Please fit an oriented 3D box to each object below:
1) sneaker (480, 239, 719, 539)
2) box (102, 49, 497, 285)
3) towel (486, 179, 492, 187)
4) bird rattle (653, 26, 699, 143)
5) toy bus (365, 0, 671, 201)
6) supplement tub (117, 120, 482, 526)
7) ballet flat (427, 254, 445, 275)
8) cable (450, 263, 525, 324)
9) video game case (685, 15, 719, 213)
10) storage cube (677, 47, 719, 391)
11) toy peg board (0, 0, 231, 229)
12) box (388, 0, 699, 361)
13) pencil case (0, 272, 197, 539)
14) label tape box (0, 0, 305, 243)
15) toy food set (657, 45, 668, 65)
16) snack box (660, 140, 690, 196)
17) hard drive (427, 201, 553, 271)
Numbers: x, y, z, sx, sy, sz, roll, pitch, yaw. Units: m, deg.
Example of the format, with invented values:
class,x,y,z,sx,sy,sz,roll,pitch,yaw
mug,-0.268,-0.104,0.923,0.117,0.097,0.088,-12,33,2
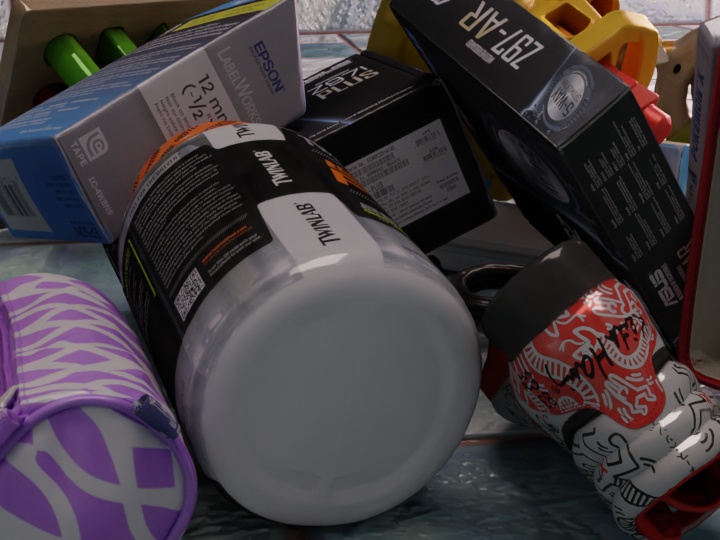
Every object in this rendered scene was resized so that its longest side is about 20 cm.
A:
class,x,y,z,sx,sy,sz,roll,pitch,yaw
sneaker,0.105,0.065,0.570,0.067,0.108,0.201,-36,-18,-2
box,-0.046,-0.040,0.786,0.199,0.087,0.164,-27,19,-6
towel,0.192,-0.049,1.002,0.146,0.022,0.200,3,7,-28
bird rattle,0.309,-0.120,1.095,0.199,0.164,0.113,-3,30,32
toy bus,0.127,-0.136,0.897,0.192,0.136,0.200,35,49,24
supplement tub,-0.037,0.011,0.601,0.122,0.123,0.200,-6,27,-19
ballet flat,0.000,0.000,0.825,0.066,0.057,0.200,-8,16,-29
cable,0.155,0.022,0.807,0.198,0.051,0.098,-13,41,6
video game case,0.275,-0.106,0.744,0.199,0.183,0.022,-21,60,-1
storage cube,0.276,-0.019,0.625,0.179,0.202,0.171,-2,12,-31
toy peg board,-0.171,-0.101,1.041,0.199,0.200,0.098,-14,49,-40
box,0.110,-0.055,0.714,0.043,0.200,0.160,-40,46,0
pencil case,-0.122,0.058,0.551,0.085,0.084,0.200,34,0,-20
label tape box,-0.103,-0.092,0.763,0.200,0.066,0.143,-35,20,-28
toy food set,0.141,-0.132,1.126,0.142,0.061,0.200,-7,-17,-25
snack box,0.245,-0.070,0.976,0.199,0.037,0.116,2,7,-38
hard drive,0.125,-0.019,0.952,0.199,0.026,0.132,9,18,36
